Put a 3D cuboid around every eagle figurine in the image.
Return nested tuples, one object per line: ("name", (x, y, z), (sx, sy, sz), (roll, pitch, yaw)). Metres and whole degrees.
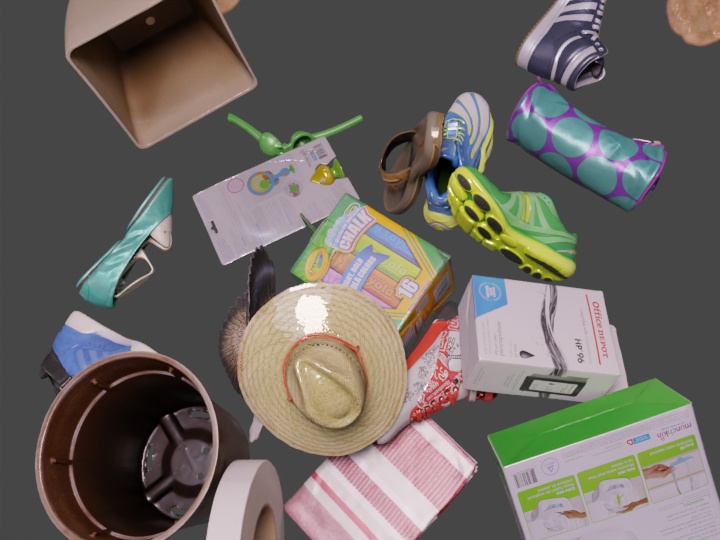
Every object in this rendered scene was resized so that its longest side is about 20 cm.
("eagle figurine", (-0.108, 0.095, 0.919), (0.152, 0.151, 0.200), (-42, 81, 10))

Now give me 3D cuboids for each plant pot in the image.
("plant pot", (-0.293, -0.333, 1.062), (0.199, 0.200, 0.178), (-29, 57, -1))
("plant pot", (-0.224, 0.213, 0.857), (0.198, 0.198, 0.202), (-3, 71, 9))

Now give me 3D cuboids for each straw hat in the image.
("straw hat", (-0.036, 0.118, 0.793), (0.199, 0.085, 0.203), (-1, 100, -3))

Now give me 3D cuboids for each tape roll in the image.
("tape roll", (-0.120, 0.306, 0.807), (0.037, 0.203, 0.205), (-1, 72, 7))

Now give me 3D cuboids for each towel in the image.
("towel", (0.024, 0.258, 0.896), (0.144, 0.023, 0.200), (41, 81, 21))

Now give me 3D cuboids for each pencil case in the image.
("pencil case", (0.284, -0.160, 0.955), (0.199, 0.085, 0.093), (35, 96, 17))

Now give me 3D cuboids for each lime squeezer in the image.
("lime squeezer", (-0.097, -0.188, 1.061), (0.198, 0.038, 0.071), (2, 41, 11))

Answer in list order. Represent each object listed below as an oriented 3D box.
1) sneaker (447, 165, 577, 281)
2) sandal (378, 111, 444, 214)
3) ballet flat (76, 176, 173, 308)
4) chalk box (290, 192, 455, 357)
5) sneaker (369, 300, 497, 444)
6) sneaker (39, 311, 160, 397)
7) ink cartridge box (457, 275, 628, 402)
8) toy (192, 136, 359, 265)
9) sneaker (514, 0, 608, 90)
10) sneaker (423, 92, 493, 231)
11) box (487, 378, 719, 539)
("sneaker", (0.187, -0.065, 0.925), (0.199, 0.074, 0.084), (36, 60, -17))
("sandal", (0.053, -0.135, 0.927), (0.053, 0.200, 0.081), (6, 71, -11))
("ballet flat", (-0.299, -0.032, 1.029), (0.070, 0.067, 0.201), (37, 80, -6))
("chalk box", (0.000, 0.000, 0.930), (0.199, 0.125, 0.124), (32, 79, 19))
("sneaker", (0.100, 0.139, 0.886), (0.107, 0.067, 0.202), (30, 68, 17))
("sneaker", (-0.321, 0.137, 0.960), (0.199, 0.077, 0.112), (22, 71, 20))
("ink cartridge box", (0.217, 0.079, 0.853), (0.198, 0.068, 0.117), (7, 51, -6))
("toy", (-0.111, -0.090, 1.018), (0.199, 0.047, 0.116), (-27, 66, -4))
("sneaker", (0.309, -0.331, 1.013), (0.108, 0.070, 0.201), (37, 88, 23))
("sneaker", (0.128, -0.155, 0.968), (0.075, 0.105, 0.202), (9, 74, 12))
("box", (0.259, 0.237, 0.788), (0.198, 0.097, 0.178), (-20, 98, 2))
